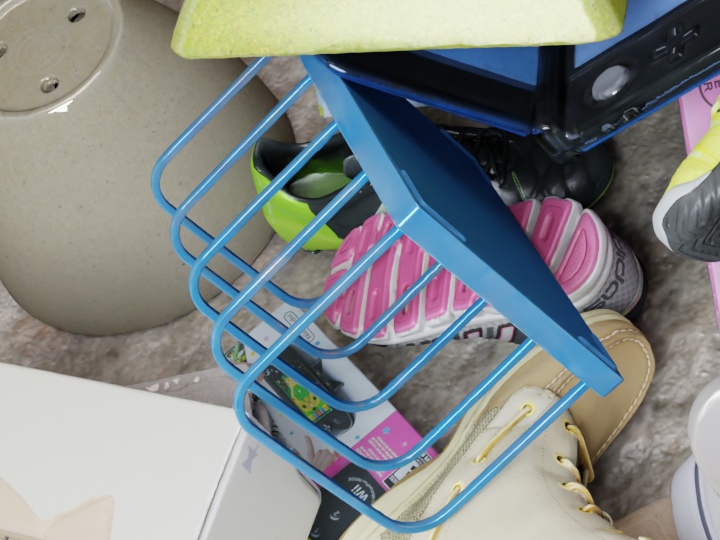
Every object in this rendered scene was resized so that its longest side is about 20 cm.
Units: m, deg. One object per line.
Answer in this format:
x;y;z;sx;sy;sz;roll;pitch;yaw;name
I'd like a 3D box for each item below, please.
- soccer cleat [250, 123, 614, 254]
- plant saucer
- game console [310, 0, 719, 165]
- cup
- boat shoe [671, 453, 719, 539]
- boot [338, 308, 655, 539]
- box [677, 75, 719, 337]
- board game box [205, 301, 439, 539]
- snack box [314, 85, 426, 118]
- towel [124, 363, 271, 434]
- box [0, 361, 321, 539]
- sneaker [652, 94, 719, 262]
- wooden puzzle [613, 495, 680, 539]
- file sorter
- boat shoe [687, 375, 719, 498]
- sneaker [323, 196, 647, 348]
0.036;-0.051;1.007;0.199;0.081;0.068;-7;55;18;soccer cleat
0.026;-0.175;0.837;0.199;0.048;0.200;-1;42;16;plant saucer
0.086;-0.157;0.849;0.170;0.118;0.201;-31;32;30;game console
-0.154;-0.085;1.069;0.199;0.143;0.201;-11;53;15;cup
0.202;0.145;0.796;0.066;0.072;0.200;-59;37;35;boat shoe
0.098;0.106;0.823;0.200;0.073;0.155;-40;32;-22;boot
0.259;-0.031;0.857;0.199;0.097;0.177;-11;75;16;box
-0.061;0.134;0.932;0.200;0.064;0.148;-41;52;-7;board game box
0.088;-0.124;1.004;0.199;0.053;0.142;-5;11;19;snack box
-0.105;0.143;0.884;0.132;0.035;0.201;-12;55;16;towel
-0.129;0.099;0.843;0.199;0.095;0.078;8;63;29;box
0.196;-0.087;0.809;0.200;0.075;0.076;-46;53;-1;sneaker
0.104;0.217;0.823;0.199;0.046;0.186;-25;52;-2;wooden puzzle
0.000;0.000;0.841;0.123;0.139;0.200;-45;34;11;file sorter
0.229;0.084;0.791;0.199;0.075;0.093;24;20;-4;boat shoe
0.066;0.011;0.965;0.199;0.087;0.074;-9;64;44;sneaker
